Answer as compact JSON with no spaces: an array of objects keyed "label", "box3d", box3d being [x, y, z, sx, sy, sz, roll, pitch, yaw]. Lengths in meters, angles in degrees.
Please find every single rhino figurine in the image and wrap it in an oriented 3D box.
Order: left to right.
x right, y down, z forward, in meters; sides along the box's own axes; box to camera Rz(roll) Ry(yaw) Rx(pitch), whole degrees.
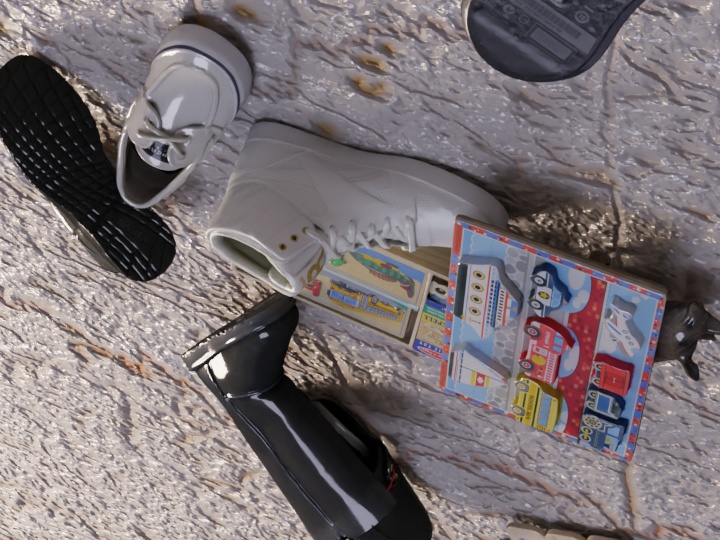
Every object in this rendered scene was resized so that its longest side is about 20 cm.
[{"label":"rhino figurine","box3d":[0.170,0.033,1.738,0.199,0.060,0.088,7,144,30]}]

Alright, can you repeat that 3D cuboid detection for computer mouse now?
[{"label":"computer mouse","box3d":[0.134,-0.178,1.417,0.138,0.053,0.200,36,139,-14]}]

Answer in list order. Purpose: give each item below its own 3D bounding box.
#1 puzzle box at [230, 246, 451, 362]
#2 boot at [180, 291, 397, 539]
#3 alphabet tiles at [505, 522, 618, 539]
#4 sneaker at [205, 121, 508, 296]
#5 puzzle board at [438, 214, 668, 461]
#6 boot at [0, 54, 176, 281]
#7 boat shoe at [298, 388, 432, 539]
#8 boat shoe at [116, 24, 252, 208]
[{"label":"puzzle box","box3d":[0.000,0.000,1.863,0.199,0.026,0.133,23,153,6]},{"label":"boot","box3d":[-0.043,0.121,1.987,0.201,0.066,0.165,56,153,-2]},{"label":"alphabet tiles","box3d":[0.210,0.275,2.175,0.199,0.015,0.196,5,146,35]},{"label":"sneaker","box3d":[-0.006,-0.023,1.732,0.199,0.116,0.074,15,149,17]},{"label":"puzzle board","box3d":[0.127,0.052,1.725,0.150,0.017,0.201,19,144,12]},{"label":"boot","box3d":[-0.224,-0.071,1.884,0.200,0.068,0.130,55,164,-17]},{"label":"boat shoe","box3d":[-0.004,0.176,2.121,0.201,0.074,0.063,47,154,-27]},{"label":"boat shoe","box3d":[-0.132,-0.102,1.752,0.072,0.066,0.200,31,153,-9]}]
